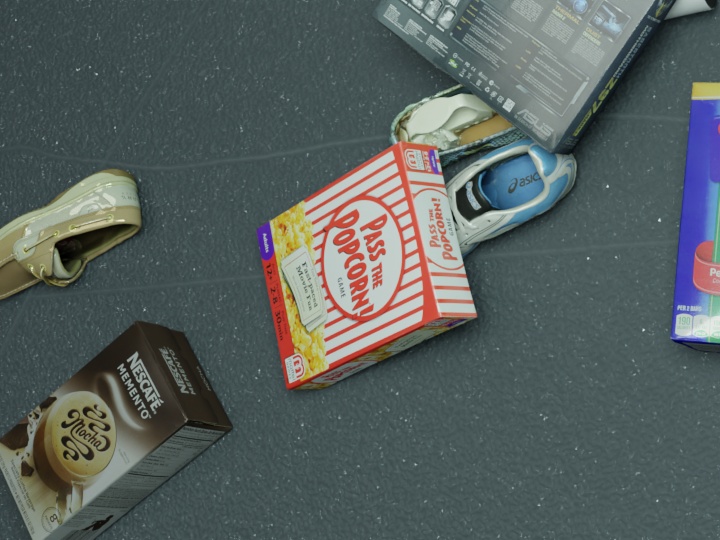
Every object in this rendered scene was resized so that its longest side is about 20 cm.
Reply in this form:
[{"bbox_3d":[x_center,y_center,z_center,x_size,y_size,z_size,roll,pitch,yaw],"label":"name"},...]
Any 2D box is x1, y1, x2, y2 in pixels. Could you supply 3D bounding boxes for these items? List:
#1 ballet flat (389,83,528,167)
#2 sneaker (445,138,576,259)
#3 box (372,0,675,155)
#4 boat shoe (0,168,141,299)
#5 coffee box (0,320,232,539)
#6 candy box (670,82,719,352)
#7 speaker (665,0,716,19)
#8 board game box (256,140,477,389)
[{"bbox_3d":[0.112,-0.139,1.234,0.199,0.074,0.075,-26,70,21],"label":"ballet flat"},{"bbox_3d":[0.087,-0.051,1.225,0.199,0.072,0.072,-32,68,26],"label":"sneaker"},{"bbox_3d":[0.128,-0.213,1.162,0.200,0.051,0.158,39,109,20],"label":"box"},{"bbox_3d":[-0.297,-0.022,1.423,0.199,0.074,0.067,-34,62,18],"label":"boat shoe"},{"bbox_3d":[-0.231,0.153,1.352,0.200,0.080,0.113,-40,65,16],"label":"coffee box"},{"bbox_3d":[0.330,-0.037,1.095,0.168,0.077,0.202,3,81,28],"label":"candy box"},{"bbox_3d":[0.189,-0.233,1.204,0.198,0.081,0.082,-8,77,27],"label":"speaker"},{"bbox_3d":[0.000,0.000,1.243,0.199,0.046,0.153,-29,67,43],"label":"board game box"}]
